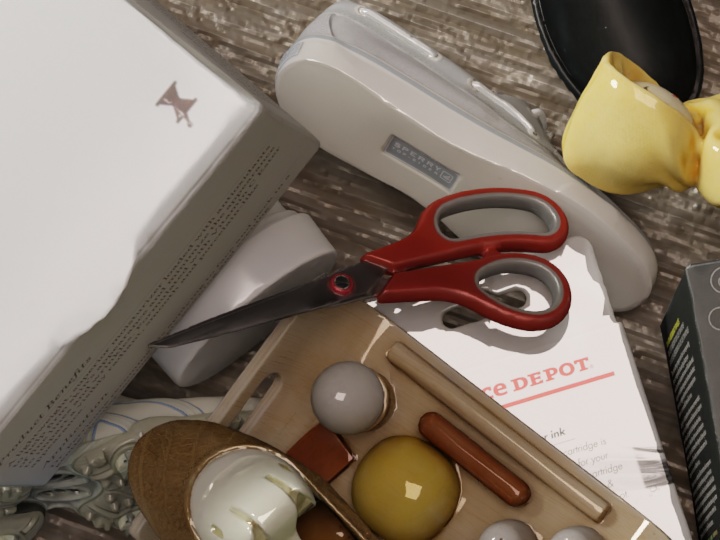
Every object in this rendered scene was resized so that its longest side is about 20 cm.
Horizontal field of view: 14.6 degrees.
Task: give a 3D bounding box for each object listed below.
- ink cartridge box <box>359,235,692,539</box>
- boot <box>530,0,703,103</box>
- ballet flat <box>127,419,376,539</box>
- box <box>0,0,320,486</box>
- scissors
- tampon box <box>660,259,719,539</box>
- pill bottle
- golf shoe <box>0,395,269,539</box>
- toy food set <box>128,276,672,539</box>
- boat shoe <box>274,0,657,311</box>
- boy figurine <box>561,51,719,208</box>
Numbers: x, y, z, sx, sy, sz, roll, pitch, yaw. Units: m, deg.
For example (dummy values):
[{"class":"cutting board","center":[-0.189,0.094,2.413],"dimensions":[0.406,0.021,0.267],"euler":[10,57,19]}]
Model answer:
[{"class":"ink cartridge box","center":[0.080,0.098,1.263],"dimensions":[0.116,0.068,0.200],"euler":[-16,79,-1]},{"class":"boot","center":[0.106,-0.171,1.270],"dimensions":[0.073,0.162,0.198],"euler":[-17,78,-1]},{"class":"ballet flat","center":[-0.018,0.126,1.148],"dimensions":[0.068,0.072,0.200],"euler":[-41,75,-13]},{"class":"box","center":[-0.160,-0.044,1.159],"dimensions":[0.200,0.131,0.199],"euler":[40,93,10]},{"class":"scissors","center":[0.000,0.000,1.214],"dimensions":[0.200,0.014,0.073],"euler":[-4,60,-16]},{"class":"tampon box","center":[0.225,0.094,1.230],"dimensions":[0.150,0.126,0.200],"euler":[-8,77,-1]},{"class":"pill bottle","center":[-0.111,-0.051,1.276],"dimensions":[0.116,0.116,0.200],"euler":[-40,80,-6]},{"class":"golf shoe","center":[-0.126,0.073,1.273],"dimensions":[0.200,0.078,0.097],"euler":[-8,47,-16]},{"class":"toy food set","center":[0.017,0.117,1.200],"dimensions":[0.200,0.060,0.144],"euler":[38,95,17]},{"class":"boat shoe","center":[0.056,-0.056,1.299],"dimensions":[0.200,0.072,0.069],"euler":[29,51,1]},{"class":"boy figurine","center":[0.190,-0.058,1.271],"dimensions":[0.200,0.124,0.064],"euler":[9,115,-5]}]
